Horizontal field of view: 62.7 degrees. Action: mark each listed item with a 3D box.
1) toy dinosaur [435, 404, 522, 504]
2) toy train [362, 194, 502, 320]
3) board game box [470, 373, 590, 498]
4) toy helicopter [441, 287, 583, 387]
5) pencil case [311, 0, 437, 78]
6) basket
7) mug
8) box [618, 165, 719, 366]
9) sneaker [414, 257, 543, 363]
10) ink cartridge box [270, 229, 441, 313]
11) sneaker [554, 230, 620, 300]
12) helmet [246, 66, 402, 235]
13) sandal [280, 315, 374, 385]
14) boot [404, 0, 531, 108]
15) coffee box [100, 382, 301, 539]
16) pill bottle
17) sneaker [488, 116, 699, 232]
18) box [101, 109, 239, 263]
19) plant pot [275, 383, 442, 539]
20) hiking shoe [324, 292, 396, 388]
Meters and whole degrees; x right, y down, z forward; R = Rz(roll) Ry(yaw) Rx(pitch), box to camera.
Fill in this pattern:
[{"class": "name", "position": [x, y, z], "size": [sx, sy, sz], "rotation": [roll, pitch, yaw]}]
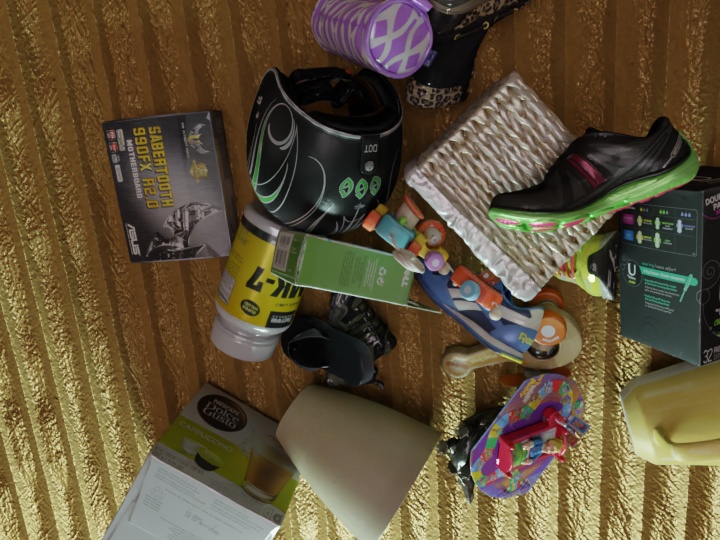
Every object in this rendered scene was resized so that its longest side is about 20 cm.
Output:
[{"class": "toy dinosaur", "position": [0.170, 0.240, 0.859], "size": [0.077, 0.102, 0.201], "rotation": [28, 98, 24]}, {"class": "toy train", "position": [0.093, -0.022, 0.677], "size": [0.200, 0.150, 0.056], "rotation": [26, 105, -47]}, {"class": "board game box", "position": [0.243, 0.239, 0.814], "size": [0.158, 0.039, 0.200], "rotation": [38, 90, -33]}, {"class": "toy helicopter", "position": [0.212, 0.117, 0.833], "size": [0.199, 0.079, 0.133], "rotation": [-20, 111, 24]}, {"class": "pencil case", "position": [0.008, -0.278, 0.674], "size": [0.084, 0.200, 0.086], "rotation": [16, 107, -33]}, {"class": "basket", "position": [0.174, -0.103, 0.700], "size": [0.161, 0.198, 0.200], "rotation": [-43, 96, 14]}, {"class": "mug", "position": [0.425, 0.182, 0.766], "size": [0.152, 0.187, 0.150], "rotation": [-15, 60, 20]}, {"class": "box", "position": [0.407, -0.014, 0.704], "size": [0.148, 0.124, 0.201], "rotation": [-12, 105, -19]}, {"class": "sneaker", "position": [0.152, 0.034, 0.780], "size": [0.200, 0.074, 0.082], "rotation": [40, 101, 28]}, {"class": "ink cartridge box", "position": [0.000, 0.000, 0.729], "size": [0.199, 0.104, 0.060], "rotation": [12, 92, -25]}, {"class": "sneaker", "position": [0.265, -0.011, 0.719], "size": [0.090, 0.200, 0.079], "rotation": [5, 95, 19]}, {"class": "helmet", "position": [-0.046, -0.139, 0.715], "size": [0.199, 0.200, 0.191], "rotation": [25, 137, 0]}, {"class": "sandal", "position": [-0.059, 0.107, 0.803], "size": [0.200, 0.043, 0.077], "rotation": [4, 105, 53]}, {"class": "boot", "position": [0.136, -0.285, 0.703], "size": [0.073, 0.200, 0.151], "rotation": [42, 144, 19]}, {"class": "coffee box", "position": [-0.219, 0.329, 0.873], "size": [0.199, 0.198, 0.201], "rotation": [30, 109, -1]}, {"class": "pill bottle", "position": [-0.134, 0.016, 0.818], "size": [0.114, 0.114, 0.201], "rotation": [22, 108, 1]}, {"class": "sneaker", "position": [0.217, -0.091, 0.575], "size": [0.199, 0.077, 0.084], "rotation": [-19, 83, 3]}, {"class": "box", "position": [-0.261, -0.116, 0.832], "size": [0.157, 0.048, 0.201], "rotation": [-3, 106, 9]}, {"class": "plant pot", "position": [-0.016, 0.258, 0.851], "size": [0.199, 0.187, 0.188], "rotation": [31, 108, 14]}, {"class": "hiking shoe", "position": [0.004, 0.077, 0.846], "size": [0.100, 0.076, 0.201], "rotation": [5, 115, -2]}]
